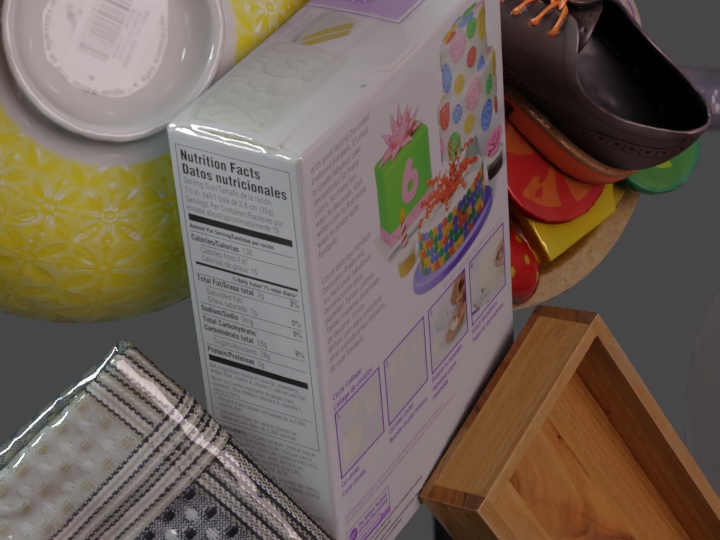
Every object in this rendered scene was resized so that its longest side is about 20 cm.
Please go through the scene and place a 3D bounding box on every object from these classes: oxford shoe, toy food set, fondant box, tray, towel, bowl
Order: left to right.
[{"bbox_3d":[-0.098,-0.082,0.812,0.199,0.108,0.202,1,86,-15],"label":"bowl"},{"bbox_3d":[-0.092,0.156,0.801,0.200,0.035,0.193,-42,106,3],"label":"towel"},{"bbox_3d":[0.000,0.000,0.833,0.144,0.058,0.201,-47,143,-43],"label":"fondant box"},{"bbox_3d":[0.052,-0.083,0.957,0.198,0.049,0.201,-37,100,-28],"label":"toy food set"},{"bbox_3d":[0.061,-0.112,0.896,0.199,0.072,0.071,33,68,-21],"label":"oxford shoe"},{"bbox_3d":[0.106,0.117,0.928,0.099,0.037,0.200,-56,131,-24],"label":"tray"}]

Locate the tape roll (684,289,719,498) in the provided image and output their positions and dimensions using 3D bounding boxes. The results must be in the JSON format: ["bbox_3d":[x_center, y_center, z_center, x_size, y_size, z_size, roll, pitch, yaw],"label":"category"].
[{"bbox_3d":[0.268,0.070,1.005,0.202,0.139,0.204,4,81,-29],"label":"tape roll"}]
